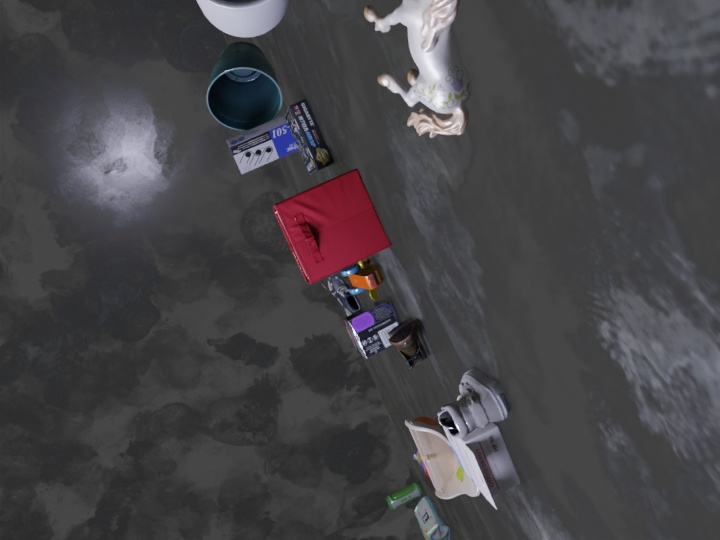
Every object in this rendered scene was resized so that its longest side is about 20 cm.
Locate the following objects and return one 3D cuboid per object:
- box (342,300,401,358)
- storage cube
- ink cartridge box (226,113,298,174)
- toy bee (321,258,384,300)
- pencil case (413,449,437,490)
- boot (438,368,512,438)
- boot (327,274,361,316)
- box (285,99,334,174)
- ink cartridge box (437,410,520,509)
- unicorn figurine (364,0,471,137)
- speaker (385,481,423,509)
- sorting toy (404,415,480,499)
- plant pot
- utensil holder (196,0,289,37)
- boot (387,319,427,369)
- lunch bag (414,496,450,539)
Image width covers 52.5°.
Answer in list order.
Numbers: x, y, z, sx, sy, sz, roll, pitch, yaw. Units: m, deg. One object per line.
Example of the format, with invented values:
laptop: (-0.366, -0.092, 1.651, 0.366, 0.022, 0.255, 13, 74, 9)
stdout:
box: (0.033, 0.147, 1.861, 0.106, 0.122, 0.200, 64, 174, -1)
storage cube: (-0.061, -0.086, 1.478, 0.171, 0.180, 0.200, 66, 173, -4)
ink cartridge box: (-0.244, -0.340, 1.935, 0.094, 0.200, 0.044, 71, 172, -45)
toy bee: (0.000, 0.000, 1.775, 0.200, 0.109, 0.131, 24, 136, 42)
pencil case: (0.221, 0.568, 2.123, 0.088, 0.088, 0.200, 67, 172, -15)
boot: (0.161, 0.207, 1.135, 0.200, 0.096, 0.074, 131, 114, -83)
boot: (-0.052, 0.084, 2.652, 0.200, 0.073, 0.090, 54, 164, 20)
box: (-0.125, -0.314, 1.746, 0.200, 0.046, 0.159, -157, 43, -81)
ink cartridge box: (0.210, 0.313, 1.268, 0.200, 0.068, 0.116, -141, 27, -77)
unicorn figurine: (0.052, -0.203, 0.629, 0.200, 0.074, 0.137, 52, 172, -34)
speaker: (0.244, 1.252, 4.058, 0.088, 0.200, 0.089, 155, 90, -84)
sorting toy: (0.207, 0.423, 1.636, 0.200, 0.107, 0.180, 67, 166, -11)
plant pot: (-0.318, -0.519, 1.998, 0.200, 0.200, 0.188, 72, -174, -48)
utensil holder: (-0.183, -0.459, 1.121, 0.200, 0.170, 0.170, -147, 33, -83)
boot: (0.113, 0.162, 1.555, 0.097, 0.075, 0.200, 53, -179, -1)
lunch bag: (0.328, 1.144, 3.317, 0.170, 0.122, 0.200, -118, 15, -49)
